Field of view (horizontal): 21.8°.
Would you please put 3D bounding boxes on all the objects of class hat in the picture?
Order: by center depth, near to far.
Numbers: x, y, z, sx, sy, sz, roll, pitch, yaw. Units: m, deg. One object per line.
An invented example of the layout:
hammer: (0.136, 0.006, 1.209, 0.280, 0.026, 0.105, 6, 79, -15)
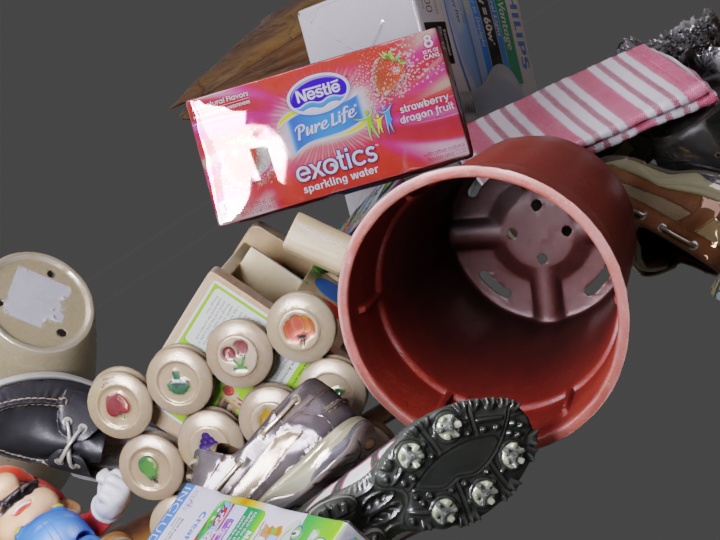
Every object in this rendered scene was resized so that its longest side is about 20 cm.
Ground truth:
hat: (0.294, -0.114, 1.514, 0.199, 0.081, 0.201, -24, 17, 8)

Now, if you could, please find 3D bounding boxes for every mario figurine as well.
mario figurine: (-0.242, 0.191, 1.383, 0.123, 0.107, 0.200, 3, 10, -32)

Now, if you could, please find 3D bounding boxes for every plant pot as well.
plant pot: (0.107, -0.002, 1.315, 0.200, 0.202, 0.195, -19, 12, 23)
plant pot: (-0.291, 0.077, 1.521, 0.187, 0.187, 0.200, -43, -7, -42)

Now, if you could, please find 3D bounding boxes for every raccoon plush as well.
raccoon plush: (0.322, -0.179, 1.658, 0.133, 0.097, 0.200, -28, 22, -24)

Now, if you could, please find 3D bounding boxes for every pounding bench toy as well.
pounding bench toy: (-0.051, 0.030, 1.375, 0.201, 0.124, 0.156, -57, 0, 21)

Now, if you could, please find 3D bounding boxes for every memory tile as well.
memory tile: (-0.083, 0.112, 1.310, 0.199, 0.154, 0.017, -23, 8, 17)

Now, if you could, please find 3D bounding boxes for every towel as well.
towel: (0.176, -0.119, 1.514, 0.199, 0.030, 0.146, -25, 22, -2)

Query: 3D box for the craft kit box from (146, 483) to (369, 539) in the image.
craft kit box: (-0.100, 0.226, 1.098, 0.201, 0.049, 0.197, -55, 24, -19)

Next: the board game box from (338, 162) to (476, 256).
board game box: (0.000, 0.000, 1.525, 0.200, 0.064, 0.148, -48, 6, 29)

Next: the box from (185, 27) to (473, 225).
box: (-0.021, -0.107, 1.411, 0.199, 0.100, 0.095, -15, 1, 5)

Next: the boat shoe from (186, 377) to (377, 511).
boat shoe: (-0.079, 0.149, 1.258, 0.200, 0.073, 0.074, -40, -19, 9)

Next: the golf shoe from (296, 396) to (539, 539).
golf shoe: (0.020, 0.141, 1.210, 0.199, 0.078, 0.088, -31, 11, -13)

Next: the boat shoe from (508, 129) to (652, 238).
boat shoe: (0.186, -0.070, 1.597, 0.200, 0.072, 0.076, -36, -3, -31)

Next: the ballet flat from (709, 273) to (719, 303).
ballet flat: (0.297, -0.008, 1.229, 0.069, 0.071, 0.200, -35, 19, -22)

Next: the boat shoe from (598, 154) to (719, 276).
boat shoe: (0.220, -0.037, 1.412, 0.074, 0.075, 0.200, -60, 27, -10)

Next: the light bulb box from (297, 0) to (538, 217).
light bulb box: (0.066, -0.161, 1.696, 0.124, 0.200, 0.200, -14, 0, 33)

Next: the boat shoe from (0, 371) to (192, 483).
boat shoe: (-0.208, 0.130, 1.446, 0.060, 0.199, 0.074, 46, 117, 53)
